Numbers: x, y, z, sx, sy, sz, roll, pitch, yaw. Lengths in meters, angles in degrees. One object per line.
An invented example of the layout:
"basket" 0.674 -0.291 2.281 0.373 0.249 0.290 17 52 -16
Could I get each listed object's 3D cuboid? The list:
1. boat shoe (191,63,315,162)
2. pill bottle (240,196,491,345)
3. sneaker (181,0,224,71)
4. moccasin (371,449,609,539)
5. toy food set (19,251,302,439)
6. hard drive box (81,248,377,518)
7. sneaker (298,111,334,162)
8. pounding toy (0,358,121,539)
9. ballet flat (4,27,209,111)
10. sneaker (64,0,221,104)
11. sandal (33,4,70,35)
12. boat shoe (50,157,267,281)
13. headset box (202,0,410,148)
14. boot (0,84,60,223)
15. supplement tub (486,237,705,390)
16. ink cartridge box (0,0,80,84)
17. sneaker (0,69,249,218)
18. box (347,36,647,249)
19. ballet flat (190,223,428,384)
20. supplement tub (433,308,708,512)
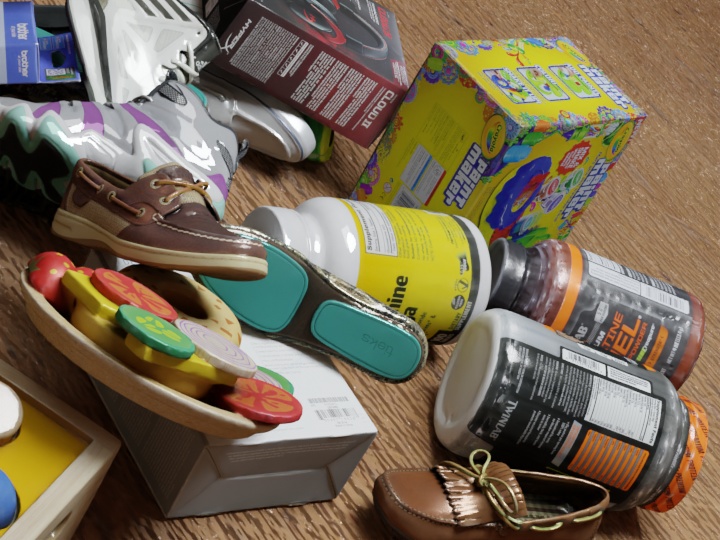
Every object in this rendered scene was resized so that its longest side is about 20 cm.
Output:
"boat shoe" -0.137 -0.146 1.576 0.200 0.074 0.065 30 60 12
"pill bottle" 0.000 0.000 1.432 0.199 0.113 0.113 6 39 -33
"sneaker" -0.149 -0.225 1.622 0.200 0.071 0.080 30 59 14
"moccasin" 0.100 0.174 1.303 0.201 0.078 0.074 14 35 -25
"toy food set" -0.127 0.045 1.119 0.198 0.049 0.200 38 9 39
"hard drive box" -0.106 0.076 1.270 0.155 0.077 0.200 1 43 -40
"sneaker" -0.081 -0.174 1.668 0.083 0.074 0.200 -18 55 -16
"pounding toy" -0.253 0.100 1.049 0.184 0.142 0.200 33 32 4
"ballet flat" -0.224 -0.151 1.491 0.200 0.072 0.072 22 31 7
"sneaker" -0.162 -0.146 1.405 0.115 0.076 0.201 -16 75 -4
"sandal" -0.241 -0.206 1.537 0.199 0.048 0.075 2 -3 7
"boat shoe" -0.137 -0.040 1.198 0.072 0.072 0.200 11 3 -45
"headset box" -0.043 -0.210 1.582 0.200 0.075 0.149 28 30 -24
"boot" -0.279 -0.070 1.338 0.138 0.078 0.200 38 33 2
"supplement tub" 0.200 0.038 1.553 0.199 0.107 0.107 20 33 -15
"ink cartridge box" -0.329 -0.183 1.398 0.199 0.042 0.119 -1 25 -12
"sneaker" -0.182 -0.111 1.331 0.199 0.078 0.140 26 53 -4
"box" 0.121 -0.097 1.585 0.192 0.200 0.122 -11 50 -46
"ballet flat" -0.042 0.022 1.279 0.199 0.068 0.075 27 9 -16
"supplement tub" 0.170 0.118 1.398 0.199 0.123 0.123 22 32 -15
